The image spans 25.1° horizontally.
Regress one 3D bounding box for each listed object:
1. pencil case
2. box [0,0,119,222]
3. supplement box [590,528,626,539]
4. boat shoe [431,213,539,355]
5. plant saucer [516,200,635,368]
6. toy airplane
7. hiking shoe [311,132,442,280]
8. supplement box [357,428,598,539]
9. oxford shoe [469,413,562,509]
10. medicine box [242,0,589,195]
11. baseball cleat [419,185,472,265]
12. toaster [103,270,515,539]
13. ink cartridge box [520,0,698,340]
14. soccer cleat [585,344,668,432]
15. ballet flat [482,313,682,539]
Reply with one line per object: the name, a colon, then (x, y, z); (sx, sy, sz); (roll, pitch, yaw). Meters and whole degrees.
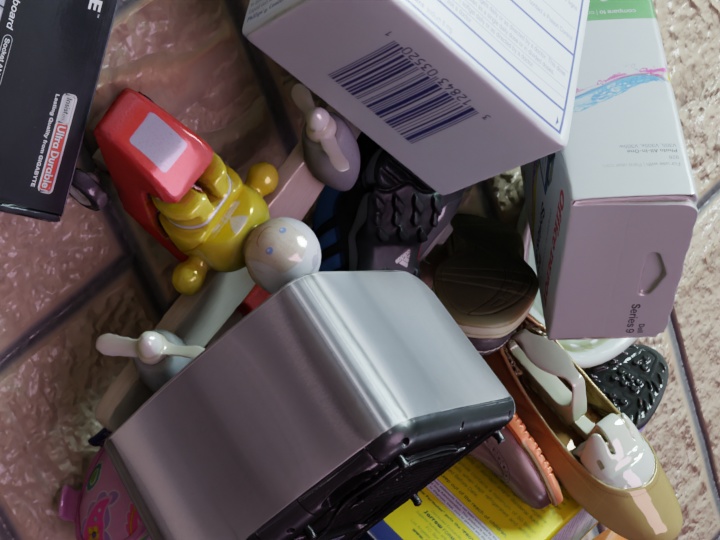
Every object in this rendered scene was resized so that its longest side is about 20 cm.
pencil case: (-0.099, 0.171, 1.048); (0.199, 0.087, 0.088); (33, 81, -43)
box: (-0.222, -0.141, 0.851); (0.197, 0.049, 0.202); (13, 95, -44)
supplement box: (0.135, 0.276, 1.223); (0.069, 0.200, 0.066); (52, 30, 2)
boat shoe: (0.082, 0.021, 1.113); (0.071, 0.201, 0.067); (8, 111, 0)
plant saucer: (0.176, -0.027, 1.259); (0.199, 0.050, 0.203); (-15, 114, -38)
toy airplane: (-0.072, -0.010, 0.969); (0.198, 0.140, 0.203); (-8, 109, -42)
hiking shoe: (0.000, 0.000, 1.078); (0.074, 0.087, 0.202); (9, 107, -31)
supplement box: (0.093, 0.178, 1.182); (0.199, 0.109, 0.109); (-38, 158, -28)
oxford shoe: (0.057, 0.100, 1.125); (0.073, 0.200, 0.071); (-44, 173, -6)
medicine box: (0.044, -0.184, 0.975); (0.182, 0.102, 0.202); (35, 52, -32)
baseball cleat: (0.040, -0.109, 1.106); (0.106, 0.069, 0.202); (26, 80, -31)
toaster: (-0.032, 0.100, 0.940); (0.181, 0.119, 0.199); (-41, 164, 21)
ink cartridge box: (0.159, -0.075, 1.077); (0.086, 0.202, 0.146); (-4, 142, -3)
soccer cleat: (0.188, 0.149, 1.330); (0.201, 0.068, 0.073); (-55, 157, -20)
ballet flat: (0.153, 0.107, 1.134); (0.068, 0.200, 0.063); (-32, 155, -26)
